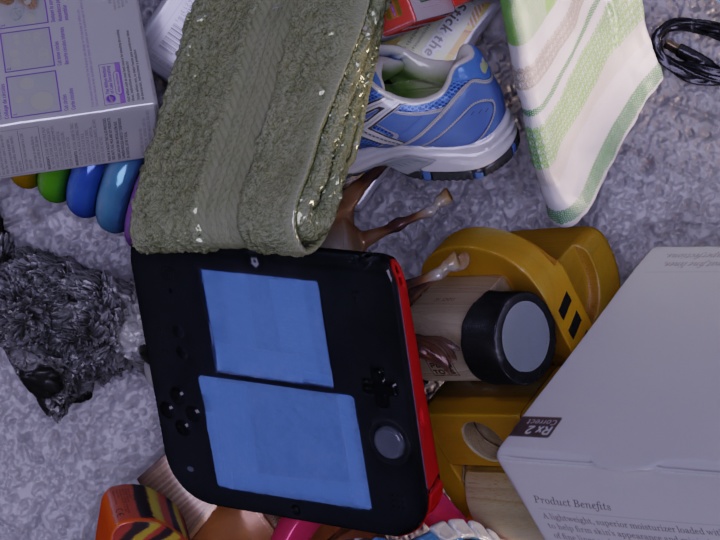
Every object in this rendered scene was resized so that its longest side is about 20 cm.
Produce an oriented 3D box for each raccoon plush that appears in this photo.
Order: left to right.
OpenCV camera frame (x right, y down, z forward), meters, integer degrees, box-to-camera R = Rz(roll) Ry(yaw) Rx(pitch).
[{"bbox_3d":[-0.174,-0.002,1.608,0.134,0.097,0.200,-30,91,1],"label":"raccoon plush"}]

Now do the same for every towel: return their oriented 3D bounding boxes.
[{"bbox_3d":[-0.060,-0.100,1.503,0.148,0.036,0.200,0,65,35],"label":"towel"},{"bbox_3d":[0.136,-0.141,1.529,0.031,0.200,0.149,12,54,24],"label":"towel"}]

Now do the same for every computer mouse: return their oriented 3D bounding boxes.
[{"bbox_3d":[0.275,-0.102,1.629,0.200,0.034,0.059,36,109,5],"label":"computer mouse"}]

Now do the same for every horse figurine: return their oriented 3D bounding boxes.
[{"bbox_3d":[0.000,0.000,1.550,0.133,0.200,0.050,-30,127,11],"label":"horse figurine"}]

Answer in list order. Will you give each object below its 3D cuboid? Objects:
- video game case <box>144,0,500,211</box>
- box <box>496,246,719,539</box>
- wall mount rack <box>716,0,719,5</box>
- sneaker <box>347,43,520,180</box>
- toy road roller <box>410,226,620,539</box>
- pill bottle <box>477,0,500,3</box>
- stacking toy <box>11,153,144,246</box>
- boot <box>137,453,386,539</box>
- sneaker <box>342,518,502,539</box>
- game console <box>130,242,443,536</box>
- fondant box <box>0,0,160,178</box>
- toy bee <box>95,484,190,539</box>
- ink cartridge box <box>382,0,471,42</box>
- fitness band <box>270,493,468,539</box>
[{"bbox_3d":[-0.020,-0.170,1.635,0.182,0.023,0.200,35,92,0],"label":"video game case"},{"bbox_3d":[0.224,0.093,1.475,0.200,0.199,0.131,-49,122,-33],"label":"box"},{"bbox_3d":[0.236,-0.191,1.567,0.200,0.075,0.174,48,53,-1],"label":"wall mount rack"},{"bbox_3d":[-0.004,-0.102,1.558,0.200,0.076,0.077,-3,128,16],"label":"sneaker"},{"bbox_3d":[0.109,0.060,1.590,0.146,0.123,0.200,-46,119,-35],"label":"toy road roller"},{"bbox_3d":[0.099,-0.270,1.574,0.112,0.112,0.200,2,85,1],"label":"pill bottle"},{"bbox_3d":[-0.191,-0.076,1.616,0.200,0.085,0.085,21,93,4],"label":"stacking toy"},{"bbox_3d":[-0.024,0.129,1.624,0.200,0.074,0.155,-42,91,12],"label":"boot"},{"bbox_3d":[0.020,0.202,1.552,0.087,0.200,0.075,-37,61,37],"label":"sneaker"},{"bbox_3d":[-0.046,0.067,1.511,0.200,0.031,0.177,6,118,35],"label":"game console"},{"bbox_3d":[-0.232,-0.130,1.579,0.200,0.058,0.144,-8,58,-7],"label":"fondant box"},{"bbox_3d":[-0.140,0.219,1.622,0.109,0.200,0.131,7,55,-25],"label":"toy bee"},{"bbox_3d":[0.002,-0.193,1.547,0.200,0.050,0.109,-19,91,38],"label":"ink cartridge box"},{"bbox_3d":[0.020,0.212,1.604,0.144,0.037,0.200,-44,114,-14],"label":"fitness band"}]
